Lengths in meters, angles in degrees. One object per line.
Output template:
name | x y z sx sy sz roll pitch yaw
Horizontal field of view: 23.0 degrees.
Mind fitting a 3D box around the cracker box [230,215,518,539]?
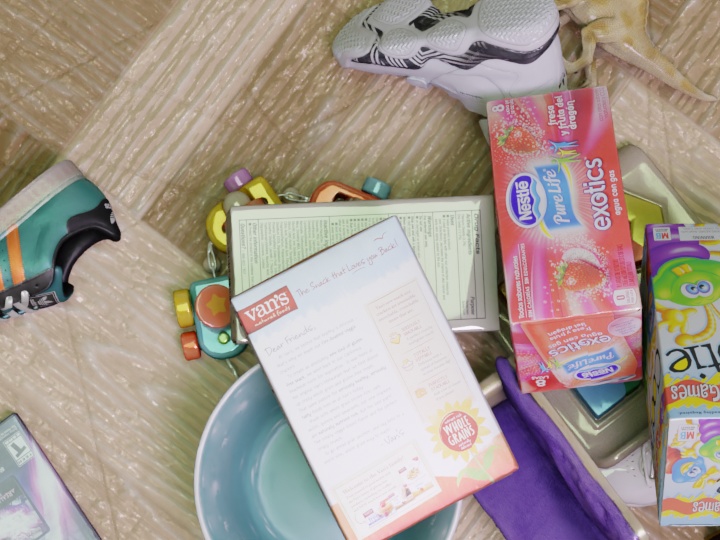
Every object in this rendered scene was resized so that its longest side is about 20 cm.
cracker box | 0.008 0.080 1.257 0.133 0.058 0.202 -26 90 -6

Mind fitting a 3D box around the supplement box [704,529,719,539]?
supplement box | 0.382 0.216 1.285 0.196 0.200 0.134 -24 83 -4

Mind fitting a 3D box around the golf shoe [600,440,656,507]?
golf shoe | 0.260 0.138 1.348 0.198 0.092 0.076 -9 84 2

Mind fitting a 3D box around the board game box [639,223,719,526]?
board game box | 0.253 0.069 1.235 0.104 0.104 0.201 -1 40 4

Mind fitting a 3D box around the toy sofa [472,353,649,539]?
toy sofa | 0.133 0.165 1.303 0.082 0.098 0.201 -33 58 -3

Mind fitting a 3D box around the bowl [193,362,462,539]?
bowl | -0.023 0.158 1.334 0.198 0.105 0.203 0 84 0

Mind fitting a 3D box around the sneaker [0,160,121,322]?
sneaker | -0.272 0.008 1.366 0.200 0.071 0.080 -44 81 -7

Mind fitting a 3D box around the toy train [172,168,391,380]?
toy train | -0.061 -0.001 1.378 0.149 0.056 0.201 28 83 3

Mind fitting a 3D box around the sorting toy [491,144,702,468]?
sorting toy | 0.198 0.023 1.368 0.184 0.037 0.201 -36 72 -5

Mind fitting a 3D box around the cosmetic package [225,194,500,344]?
cosmetic package | 0.000 0.000 1.326 0.197 0.073 0.105 -2 88 -8

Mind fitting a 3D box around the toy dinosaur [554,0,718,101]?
toy dinosaur | 0.194 -0.188 1.405 0.101 0.058 0.200 -42 85 -7

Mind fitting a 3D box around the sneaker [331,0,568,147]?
sneaker | 0.076 -0.152 1.384 0.198 0.116 0.075 0 42 32

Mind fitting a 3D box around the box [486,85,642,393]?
box | 0.150 -0.023 1.301 0.094 0.103 0.202 -7 57 6

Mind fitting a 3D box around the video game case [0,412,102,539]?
video game case | -0.269 0.233 1.365 0.142 0.019 0.201 -35 84 -5
